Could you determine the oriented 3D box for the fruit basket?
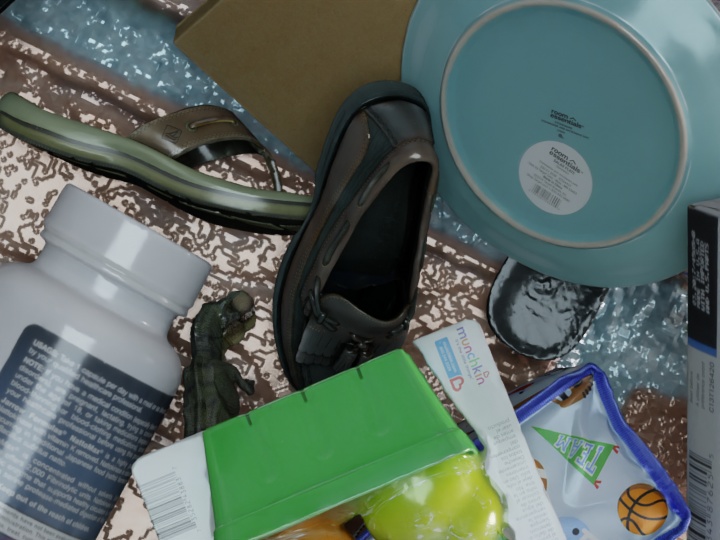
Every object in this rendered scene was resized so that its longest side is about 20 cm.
[{"bbox_3d":[0.010,0.149,1.399,0.184,0.094,0.201,-23,88,2],"label":"fruit basket"}]

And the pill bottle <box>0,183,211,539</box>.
[{"bbox_3d":[-0.163,0.064,1.531,0.119,0.120,0.201,29,88,-2],"label":"pill bottle"}]

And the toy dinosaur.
[{"bbox_3d":[-0.071,0.101,1.535,0.047,0.201,0.088,-14,129,10],"label":"toy dinosaur"}]

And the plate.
[{"bbox_3d":[0.106,-0.077,1.475,0.199,0.026,0.201,13,121,22],"label":"plate"}]

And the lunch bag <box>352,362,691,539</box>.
[{"bbox_3d":[0.061,0.147,1.519,0.199,0.170,0.124,-33,86,-4],"label":"lunch bag"}]

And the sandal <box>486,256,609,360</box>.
[{"bbox_3d":[0.133,-0.044,1.583,0.075,0.048,0.202,23,88,-3],"label":"sandal"}]

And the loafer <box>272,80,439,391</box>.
[{"bbox_3d":[0.000,0.000,1.521,0.071,0.063,0.201,-3,126,-21],"label":"loafer"}]

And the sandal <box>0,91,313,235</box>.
[{"bbox_3d":[-0.096,-0.066,1.557,0.200,0.080,0.058,21,84,-2],"label":"sandal"}]

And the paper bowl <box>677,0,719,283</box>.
[{"bbox_3d":[0.244,-0.070,1.540,0.199,0.105,0.202,-4,118,-8],"label":"paper bowl"}]

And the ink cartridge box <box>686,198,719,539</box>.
[{"bbox_3d":[0.256,0.048,1.487,0.199,0.047,0.199,-10,107,-29],"label":"ink cartridge box"}]

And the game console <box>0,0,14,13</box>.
[{"bbox_3d":[-0.263,-0.179,1.534,0.200,0.176,0.116,-44,120,-2],"label":"game console"}]

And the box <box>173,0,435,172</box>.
[{"bbox_3d":[0.026,-0.128,1.520,0.163,0.021,0.200,41,121,-18],"label":"box"}]
